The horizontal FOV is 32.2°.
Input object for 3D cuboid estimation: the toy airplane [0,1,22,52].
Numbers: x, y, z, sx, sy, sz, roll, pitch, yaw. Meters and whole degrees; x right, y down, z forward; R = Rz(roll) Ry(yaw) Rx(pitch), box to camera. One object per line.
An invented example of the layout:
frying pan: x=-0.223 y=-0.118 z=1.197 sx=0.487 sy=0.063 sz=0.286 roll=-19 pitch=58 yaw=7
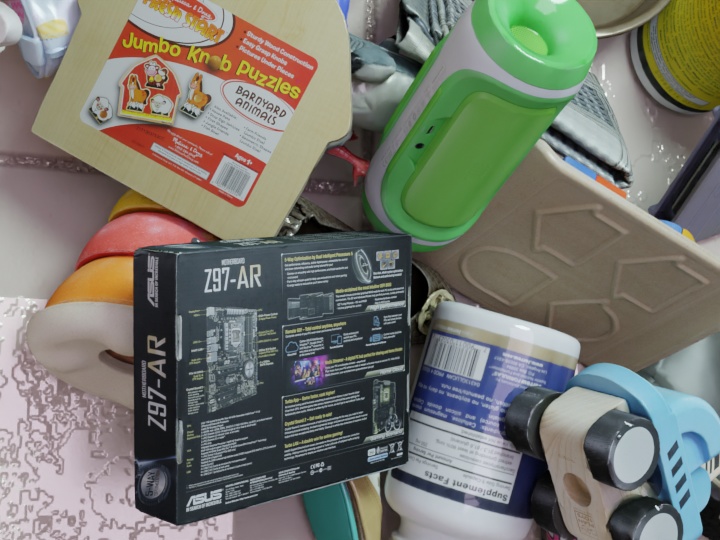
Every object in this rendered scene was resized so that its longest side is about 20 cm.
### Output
toy airplane: x=-0.264 y=-0.226 z=0.762 sx=0.200 sy=0.199 sz=0.141 roll=-47 pitch=144 yaw=17

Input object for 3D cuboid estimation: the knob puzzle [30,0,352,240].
knob puzzle: x=-0.093 y=-0.137 z=0.815 sx=0.219 sy=0.030 sz=0.220 roll=0 pitch=92 yaw=6

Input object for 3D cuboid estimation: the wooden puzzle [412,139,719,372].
wooden puzzle: x=0.160 y=-0.008 z=0.919 sx=0.200 sy=0.185 sz=0.046 roll=33 pitch=56 yaw=-12

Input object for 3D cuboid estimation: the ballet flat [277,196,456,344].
ballet flat: x=0.000 y=0.000 z=0.908 sx=0.200 sy=0.046 sz=0.067 roll=33 pitch=78 yaw=-29

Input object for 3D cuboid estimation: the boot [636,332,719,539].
boot: x=0.299 y=0.133 z=1.007 sx=0.200 sy=0.077 sz=0.138 roll=43 pitch=68 yaw=-12

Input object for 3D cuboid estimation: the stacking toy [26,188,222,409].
stacking toy: x=-0.135 y=-0.016 z=0.854 sx=0.146 sy=0.146 sz=0.200 roll=18 pitch=62 yaw=-17

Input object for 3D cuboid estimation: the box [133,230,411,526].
box: x=-0.049 y=0.059 z=0.785 sx=0.200 sy=0.043 sz=0.161 roll=-7 pitch=100 yaw=-45

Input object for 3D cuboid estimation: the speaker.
speaker: x=0.071 y=-0.095 z=0.807 sx=0.088 sy=0.200 sz=0.089 roll=13 pitch=54 yaw=-18

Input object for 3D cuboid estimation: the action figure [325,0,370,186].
action figure: x=-0.013 y=-0.133 z=0.929 sx=0.099 sy=0.065 sz=0.200 roll=30 pitch=73 yaw=-16

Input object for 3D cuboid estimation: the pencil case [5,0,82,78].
pencil case: x=-0.148 y=-0.196 z=0.877 sx=0.200 sy=0.083 sz=0.091 roll=-18 pitch=67 yaw=-20

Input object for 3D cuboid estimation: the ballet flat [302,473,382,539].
ballet flat: x=-0.019 y=0.126 z=0.899 sx=0.063 sy=0.069 sz=0.200 roll=-25 pitch=94 yaw=-34

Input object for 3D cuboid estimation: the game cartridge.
game cartridge: x=0.305 y=-0.090 z=0.972 sx=0.129 sy=0.200 sz=0.038 roll=-22 pitch=66 yaw=-23

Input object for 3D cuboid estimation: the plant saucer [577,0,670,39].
plant saucer: x=0.166 y=-0.272 z=1.004 sx=0.200 sy=0.029 sz=0.200 roll=3 pitch=72 yaw=-8

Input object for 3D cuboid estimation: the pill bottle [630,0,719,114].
pill bottle: x=0.309 y=-0.197 z=0.977 sx=0.112 sy=0.200 sz=0.113 roll=2 pitch=84 yaw=-19

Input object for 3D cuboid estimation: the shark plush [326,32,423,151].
shark plush: x=0.031 y=-0.145 z=0.882 sx=0.200 sy=0.091 sz=0.083 roll=-5 pitch=53 yaw=-22

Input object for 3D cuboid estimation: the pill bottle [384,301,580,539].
pill bottle: x=0.081 y=0.131 z=0.902 sx=0.111 sy=0.111 sz=0.200 roll=17 pitch=88 yaw=-17

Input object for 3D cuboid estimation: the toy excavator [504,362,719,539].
toy excavator: x=0.222 y=0.134 z=0.868 sx=0.200 sy=0.100 sz=0.195 roll=-29 pitch=112 yaw=-27

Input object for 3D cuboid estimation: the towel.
towel: x=0.113 y=-0.157 z=0.926 sx=0.200 sy=0.193 sz=0.035 roll=30 pitch=117 yaw=-14

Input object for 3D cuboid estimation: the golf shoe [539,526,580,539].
golf shoe: x=0.179 y=0.182 z=0.946 sx=0.073 sy=0.092 sz=0.200 roll=-22 pitch=93 yaw=-27
